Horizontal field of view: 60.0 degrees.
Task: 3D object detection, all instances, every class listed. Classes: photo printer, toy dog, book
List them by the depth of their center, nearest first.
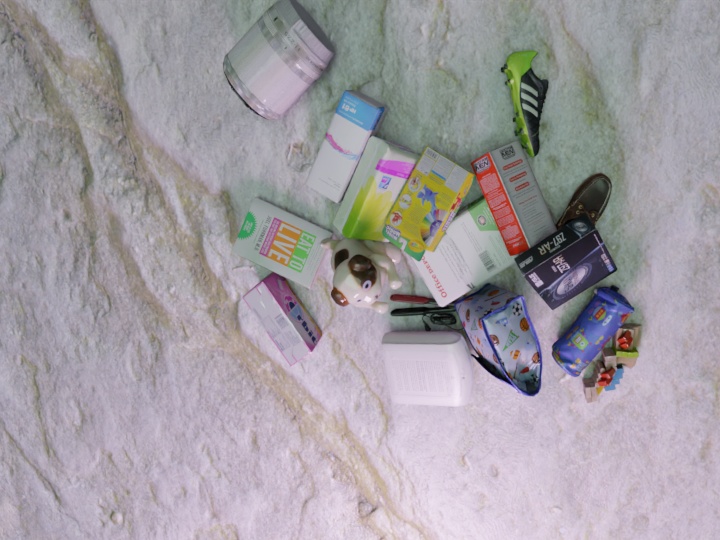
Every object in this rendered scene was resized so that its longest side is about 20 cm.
[{"bbox_3d":[0.000,0.000,1.299,0.193,0.201,0.140,42,106,-11],"label":"toy dog"},{"bbox_3d":[0.153,0.217,1.381,0.194,0.069,0.171,-3,111,24],"label":"photo printer"},{"bbox_3d":[-0.173,-0.061,1.398,0.195,0.048,0.137,23,87,4],"label":"book"}]

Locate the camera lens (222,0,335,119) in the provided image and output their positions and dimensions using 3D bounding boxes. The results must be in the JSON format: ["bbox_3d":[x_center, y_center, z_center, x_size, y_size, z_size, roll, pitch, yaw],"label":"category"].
[{"bbox_3d":[-0.166,-0.421,1.253,0.199,0.160,0.161,-39,95,18],"label":"camera lens"}]

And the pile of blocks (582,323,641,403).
[{"bbox_3d":[0.542,0.207,1.325,0.080,0.062,0.204,24,108,4],"label":"pile of blocks"}]

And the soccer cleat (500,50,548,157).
[{"bbox_3d":[0.336,-0.329,1.228,0.079,0.068,0.206,-15,101,2],"label":"soccer cleat"}]

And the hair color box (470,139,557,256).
[{"bbox_3d":[0.307,-0.145,1.241,0.061,0.100,0.205,-21,92,56],"label":"hair color box"}]

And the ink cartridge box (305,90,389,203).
[{"bbox_3d":[-0.026,-0.255,1.275,0.083,0.145,0.204,26,108,3],"label":"ink cartridge box"}]

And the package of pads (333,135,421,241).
[{"bbox_3d":[0.042,-0.161,1.285,0.068,0.153,0.204,37,110,32],"label":"package of pads"}]

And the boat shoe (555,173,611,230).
[{"bbox_3d":[0.442,-0.101,1.262,0.069,0.070,0.203,30,107,3],"label":"boat shoe"}]

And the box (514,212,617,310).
[{"bbox_3d":[0.410,-0.012,1.237,0.158,0.199,0.044,-34,53,16],"label":"box"}]

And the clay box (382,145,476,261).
[{"bbox_3d":[0.135,-0.131,1.260,0.114,0.047,0.203,36,105,26],"label":"clay box"}]

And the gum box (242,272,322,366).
[{"bbox_3d":[-0.169,0.109,1.415,0.065,0.114,0.202,-32,96,17],"label":"gum box"}]

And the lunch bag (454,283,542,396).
[{"bbox_3d":[0.292,0.151,1.295,0.121,0.170,0.204,-27,103,-5],"label":"lunch bag"}]

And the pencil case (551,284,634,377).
[{"bbox_3d":[0.481,0.125,1.307,0.086,0.077,0.202,40,110,20],"label":"pencil case"}]

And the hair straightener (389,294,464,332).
[{"bbox_3d":[0.161,0.098,1.391,0.193,0.041,0.079,2,105,6],"label":"hair straightener"}]

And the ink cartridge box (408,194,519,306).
[{"bbox_3d":[0.216,-0.042,1.314,0.197,0.084,0.148,-31,97,17],"label":"ink cartridge box"}]
